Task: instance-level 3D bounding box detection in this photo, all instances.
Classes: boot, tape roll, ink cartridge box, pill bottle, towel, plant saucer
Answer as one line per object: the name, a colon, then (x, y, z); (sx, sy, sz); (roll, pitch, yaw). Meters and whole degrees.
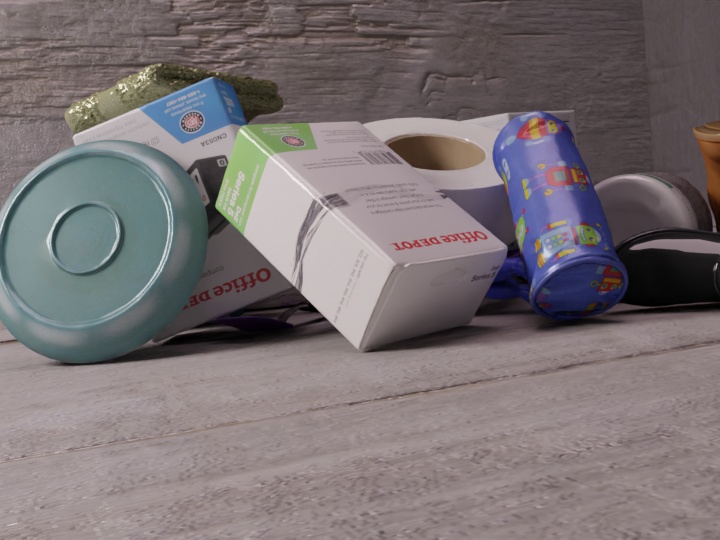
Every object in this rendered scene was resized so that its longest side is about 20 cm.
boot: (0.278, 0.007, 0.759); (0.162, 0.067, 0.200); (-7, 8, 5)
tape roll: (0.070, -0.088, 1.015); (0.199, 0.072, 0.203); (2, 28, -1)
boot: (0.367, -0.067, 0.981); (0.076, 0.157, 0.200); (-9, -1, 11)
ink cartridge box: (-0.001, -0.036, 0.837); (0.144, 0.085, 0.200); (-9, 43, -45)
ink cartridge box: (-0.155, -0.054, 0.939); (0.144, 0.202, 0.084); (-21, 2, 5)
pill bottle: (0.281, -0.039, 0.993); (0.112, 0.115, 0.199); (-3, 5, 27)
towel: (-0.185, -0.165, 1.040); (0.147, 0.037, 0.199); (-17, -8, 33)
plant saucer: (-0.226, -0.024, 0.853); (0.197, 0.203, 0.027); (-5, -20, 9)

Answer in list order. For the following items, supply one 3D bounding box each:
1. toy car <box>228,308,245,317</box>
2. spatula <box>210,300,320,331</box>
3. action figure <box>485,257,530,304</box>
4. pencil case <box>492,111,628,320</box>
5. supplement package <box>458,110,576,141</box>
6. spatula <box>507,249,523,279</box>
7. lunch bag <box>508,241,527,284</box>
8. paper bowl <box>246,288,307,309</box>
toy car: (-0.148, -0.039, 1.079); (0.148, 0.203, 0.175); (14, 6, -9)
spatula: (-0.062, 0.041, 0.964); (0.056, 0.021, 0.199); (-7, 2, 30)
action figure: (0.111, 0.008, 0.924); (0.197, 0.066, 0.052); (-4, 45, 18)
pencil case: (0.162, -0.046, 0.855); (0.077, 0.088, 0.201); (1, 44, -8)
supplement package: (0.205, -0.097, 1.303); (0.112, 0.203, 0.109); (-6, 4, -29)
spatula: (0.162, -0.003, 1.046); (0.056, 0.021, 0.199); (-13, -13, 27)
lunch bag: (0.115, -0.050, 1.154); (0.198, 0.076, 0.160); (6, 27, -44)
paper bowl: (-0.112, -0.014, 1.248); (0.198, 0.106, 0.201); (-7, 3, 0)
